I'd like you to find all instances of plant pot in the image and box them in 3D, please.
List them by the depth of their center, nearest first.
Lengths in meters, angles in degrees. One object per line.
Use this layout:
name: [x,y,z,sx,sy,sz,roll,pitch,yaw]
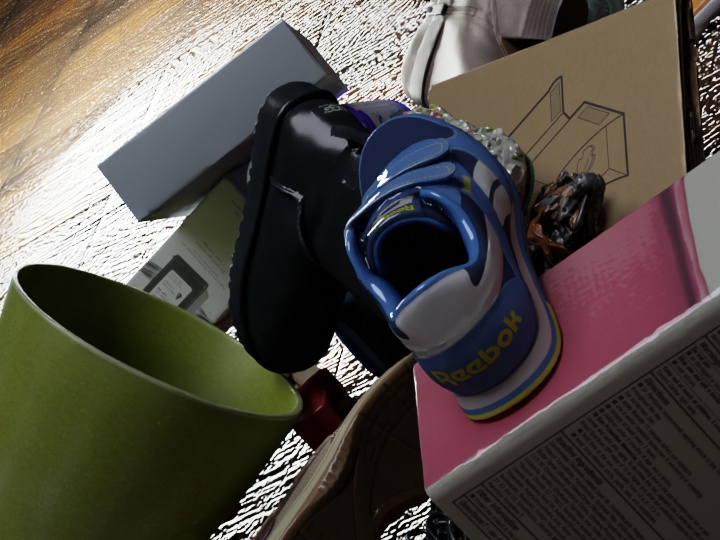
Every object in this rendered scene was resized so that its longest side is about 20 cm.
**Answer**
plant pot: [-0.159,0.128,1.153,0.201,0.186,0.187,-64,23,9]

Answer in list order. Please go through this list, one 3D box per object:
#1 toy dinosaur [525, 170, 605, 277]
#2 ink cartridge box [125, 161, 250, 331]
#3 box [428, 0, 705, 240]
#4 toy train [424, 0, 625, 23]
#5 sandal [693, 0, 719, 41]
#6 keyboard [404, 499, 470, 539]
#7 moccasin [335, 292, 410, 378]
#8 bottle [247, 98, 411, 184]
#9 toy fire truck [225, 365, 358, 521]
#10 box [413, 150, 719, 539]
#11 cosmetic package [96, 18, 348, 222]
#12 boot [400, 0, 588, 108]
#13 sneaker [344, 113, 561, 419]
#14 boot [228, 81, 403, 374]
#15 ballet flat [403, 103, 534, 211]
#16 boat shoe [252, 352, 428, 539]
toy dinosaur: [0.102,0.042,1.075,0.136,0.101,0.201,169,103,-72]
ink cartridge box: [-0.110,0.007,1.382,0.200,0.067,0.116,-45,-3,27]
box: [0.120,-0.059,1.163,0.199,0.021,0.165,-18,68,44]
toy train: [0.119,-0.219,1.391,0.199,0.114,0.085,-16,32,45]
sandal: [0.223,-0.207,1.283,0.207,0.059,0.079,-48,25,-9]
keyboard: [0.037,0.164,0.954,0.200,0.039,0.105,-96,15,-59]
moccasin: [0.000,0.006,1.271,0.068,0.081,0.200,-37,25,0]
bottle: [-0.013,-0.069,1.296,0.065,0.084,0.200,-13,1,23]
toy fire truck: [-0.070,0.095,1.272,0.141,0.049,0.200,-40,24,9]
box: [0.140,0.059,0.914,0.200,0.128,0.109,-35,26,18]
cosmetic package: [-0.087,-0.097,1.300,0.151,0.052,0.200,-40,0,4]
boot: [0.077,-0.119,1.319,0.146,0.070,0.201,12,75,55]
sneaker: [0.033,-0.022,0.921,0.074,0.082,0.200,-41,36,15]
boot: [0.001,0.000,1.098,0.073,0.199,0.162,-14,33,-35]
ballet flat: [0.036,-0.064,1.169,0.200,0.064,0.076,-170,82,-68]
boat shoe: [-0.004,0.120,1.112,0.200,0.072,0.072,-54,20,-21]
